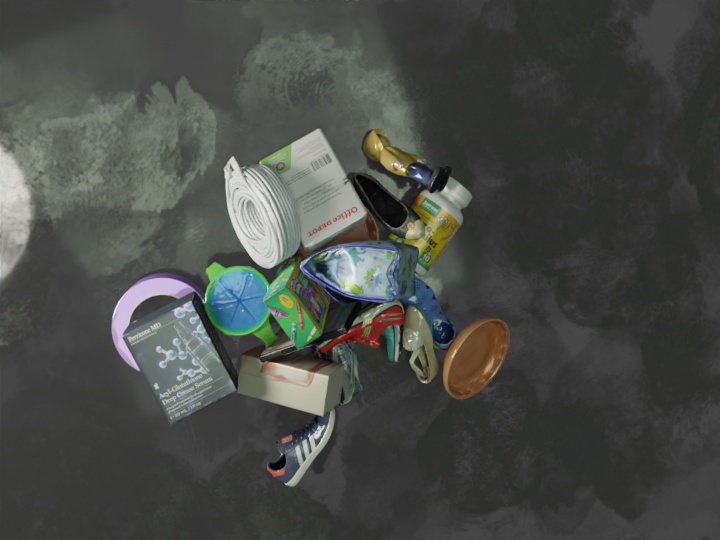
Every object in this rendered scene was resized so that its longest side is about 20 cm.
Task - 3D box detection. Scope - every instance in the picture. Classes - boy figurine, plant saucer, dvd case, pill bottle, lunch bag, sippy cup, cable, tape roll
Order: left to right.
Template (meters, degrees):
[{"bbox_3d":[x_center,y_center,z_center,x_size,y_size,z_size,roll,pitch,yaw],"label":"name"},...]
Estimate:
[{"bbox_3d":[-0.403,0.110,1.417,0.196,0.066,0.204,-2,99,-11],"label":"tape roll"},{"bbox_3d":[-0.240,0.069,1.400,0.137,0.130,0.181,-5,80,-5],"label":"sippy cup"},{"bbox_3d":[-0.194,-0.108,1.364,0.069,0.201,0.200,-27,61,-32],"label":"cable"},{"bbox_3d":[-0.099,0.122,1.402,0.197,0.143,0.018,-20,103,18],"label":"dvd case"},{"bbox_3d":[-0.058,-0.063,1.476,0.197,0.032,0.204,-2,98,-11],"label":"plant saucer"},{"bbox_3d":[0.000,0.000,1.358,0.197,0.170,0.130,8,93,17],"label":"lunch bag"},{"bbox_3d":[0.093,-0.229,1.434,0.199,0.124,0.065,36,117,26],"label":"boy figurine"},{"bbox_3d":[0.148,-0.099,1.469,0.112,0.113,0.201,37,90,-14],"label":"pill bottle"},{"bbox_3d":[0.252,0.190,1.531,0.198,0.037,0.203,-23,129,-31],"label":"plant saucer"}]

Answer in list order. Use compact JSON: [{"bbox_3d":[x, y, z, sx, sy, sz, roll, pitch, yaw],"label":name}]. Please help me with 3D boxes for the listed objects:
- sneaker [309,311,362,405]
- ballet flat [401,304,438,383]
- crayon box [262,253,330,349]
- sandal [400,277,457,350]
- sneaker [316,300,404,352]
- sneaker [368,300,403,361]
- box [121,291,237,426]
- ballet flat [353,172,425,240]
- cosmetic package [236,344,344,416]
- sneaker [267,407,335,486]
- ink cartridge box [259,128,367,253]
[{"bbox_3d":[-0.050,0.187,1.503,0.086,0.077,0.204,-10,85,-47],"label":"sneaker"},{"bbox_3d":[0.125,0.166,1.494,0.069,0.070,0.202,-26,124,-6],"label":"ballet flat"},{"bbox_3d":[-0.121,0.057,1.367,0.058,0.200,0.120,-31,104,12],"label":"crayon box"},{"bbox_3d":[0.155,0.097,1.514,0.079,0.087,0.201,-40,102,-1],"label":"sandal"},{"bbox_3d":[0.005,0.127,1.427,0.198,0.077,0.086,-27,99,-6],"label":"sneaker"},{"bbox_3d":[0.049,0.102,1.512,0.078,0.078,0.203,-13,96,10],"label":"sneaker"},{"bbox_3d":[-0.347,0.169,1.349,0.147,0.107,0.202,-27,102,-5],"label":"box"},{"bbox_3d":[0.053,-0.129,1.425,0.200,0.057,0.067,41,91,24],"label":"ballet flat"},{"bbox_3d":[-0.143,0.223,1.424,0.197,0.103,0.089,12,99,16],"label":"cosmetic package"},{"bbox_3d":[-0.132,0.371,1.503,0.084,0.075,0.202,32,92,-18],"label":"sneaker"},{"bbox_3d":[-0.094,-0.158,1.399,0.144,0.084,0.202,-28,84,-6],"label":"ink cartridge box"}]
